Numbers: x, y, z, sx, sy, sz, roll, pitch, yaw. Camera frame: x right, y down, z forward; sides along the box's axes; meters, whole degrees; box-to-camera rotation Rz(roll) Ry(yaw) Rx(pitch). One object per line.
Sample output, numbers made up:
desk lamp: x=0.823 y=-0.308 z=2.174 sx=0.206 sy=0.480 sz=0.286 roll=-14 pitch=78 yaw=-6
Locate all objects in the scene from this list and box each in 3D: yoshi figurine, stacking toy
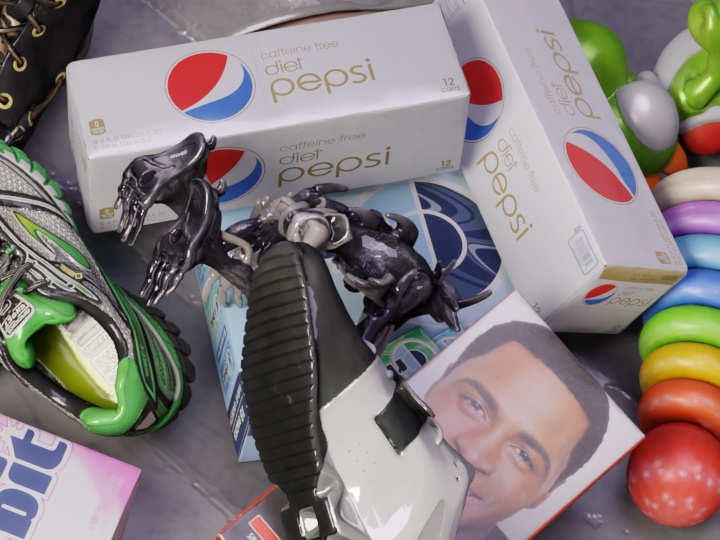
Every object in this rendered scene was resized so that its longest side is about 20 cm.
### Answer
yoshi figurine: x=0.172 y=-0.121 z=1.443 sx=0.200 sy=0.113 sz=0.112 roll=-27 pitch=49 yaw=-28
stacking toy: x=0.182 y=0.046 z=1.335 sx=0.085 sy=0.085 sz=0.200 roll=15 pitch=56 yaw=-4

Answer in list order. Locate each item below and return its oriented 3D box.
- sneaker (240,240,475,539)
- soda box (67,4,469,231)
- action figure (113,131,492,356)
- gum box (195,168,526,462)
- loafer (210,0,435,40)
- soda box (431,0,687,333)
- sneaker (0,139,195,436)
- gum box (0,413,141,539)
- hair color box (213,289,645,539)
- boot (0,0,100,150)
sneaker: x=0.004 y=0.080 z=1.152 sx=0.088 sy=0.074 sz=0.200 roll=-13 pitch=91 yaw=-28
soda box: x=-0.049 y=-0.079 z=1.297 sx=0.200 sy=0.068 sz=0.064 roll=-11 pitch=58 yaw=-11
action figure: x=-0.031 y=0.005 z=1.236 sx=0.200 sy=0.102 sz=0.119 roll=21 pitch=22 yaw=-40
gum box: x=0.000 y=0.000 z=1.336 sx=0.170 sy=0.045 sz=0.200 roll=-4 pitch=55 yaw=-17
loafer: x=-0.008 y=-0.111 z=1.406 sx=0.200 sy=0.072 sz=0.063 roll=-16 pitch=67 yaw=-29
soda box: x=0.098 y=-0.065 z=1.348 sx=0.068 sy=0.064 sz=0.200 roll=4 pitch=54 yaw=-41
sneaker: x=-0.165 y=0.002 z=1.232 sx=0.200 sy=0.085 sz=0.078 roll=41 pitch=99 yaw=4
gum box: x=-0.190 y=0.163 z=1.148 sx=0.113 sy=0.066 sz=0.200 roll=21 pitch=52 yaw=0
hair color box: x=0.030 y=0.111 z=1.219 sx=0.200 sy=0.061 sz=0.102 roll=-39 pitch=83 yaw=-24
boot: x=-0.180 y=-0.128 z=1.309 sx=0.073 sy=0.151 sz=0.200 roll=31 pitch=46 yaw=2
